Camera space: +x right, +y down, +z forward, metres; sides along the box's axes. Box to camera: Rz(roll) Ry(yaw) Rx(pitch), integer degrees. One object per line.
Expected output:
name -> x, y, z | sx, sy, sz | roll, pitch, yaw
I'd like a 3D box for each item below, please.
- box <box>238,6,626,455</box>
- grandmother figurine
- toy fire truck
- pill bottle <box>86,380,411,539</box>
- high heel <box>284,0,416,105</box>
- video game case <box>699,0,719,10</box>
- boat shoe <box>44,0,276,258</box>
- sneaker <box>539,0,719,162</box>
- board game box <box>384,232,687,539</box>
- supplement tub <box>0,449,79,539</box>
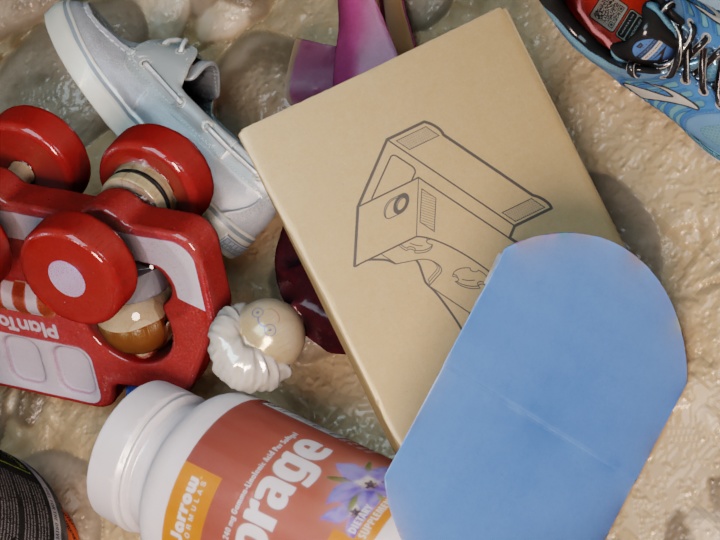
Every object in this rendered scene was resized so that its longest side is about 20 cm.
box -> 0.049, -0.020, 1.463 | 0.163, 0.021, 0.200 | -26, 85, -8
grandmother figurine -> 0.000, 0.000, 1.494 | 0.200, 0.061, 0.121 | -34, 52, -13
toy fire truck -> -0.161, 0.009, 1.547 | 0.200, 0.168, 0.112 | 10, 41, 25
pill bottle -> -0.047, 0.134, 1.468 | 0.200, 0.112, 0.112 | 23, 83, 28
high heel -> 0.021, -0.180, 1.571 | 0.096, 0.067, 0.200 | 12, 92, 37
video game case -> 0.241, -0.229, 1.516 | 0.182, 0.024, 0.200 | 6, 75, 25
boat shoe -> -0.110, -0.098, 1.604 | 0.072, 0.070, 0.201 | -41, 68, 5
sneaker -> 0.173, -0.110, 1.455 | 0.200, 0.090, 0.078 | 31, 103, 22
board game box -> 0.085, 0.075, 1.419 | 0.039, 0.158, 0.200 | 23, 83, 52
supplement tub -> -0.243, 0.147, 1.499 | 0.122, 0.200, 0.123 | -8, 70, 22
